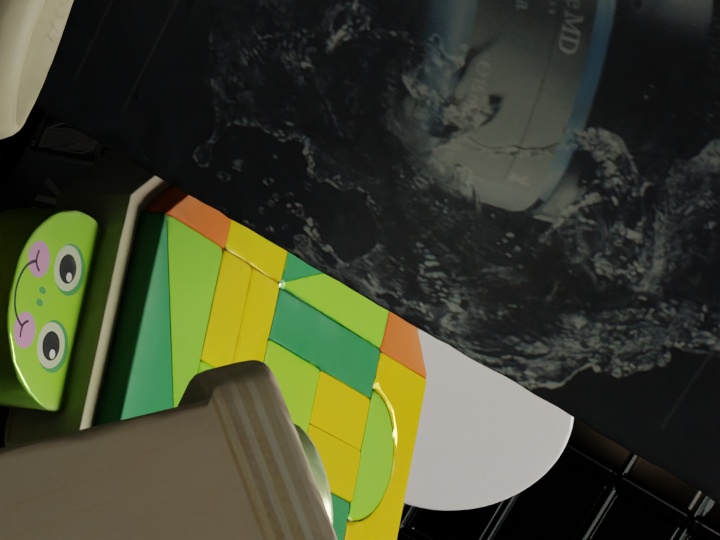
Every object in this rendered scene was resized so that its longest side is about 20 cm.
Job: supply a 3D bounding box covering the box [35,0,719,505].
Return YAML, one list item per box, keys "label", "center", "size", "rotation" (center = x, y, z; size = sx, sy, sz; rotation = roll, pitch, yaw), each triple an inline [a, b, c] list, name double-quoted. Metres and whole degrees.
- label: "box"
  center: [0.053, -0.092, 0.633]
  size: [0.197, 0.199, 0.118]
  rotation: [-61, 179, 29]

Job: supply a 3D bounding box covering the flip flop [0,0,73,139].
- label: "flip flop"
  center: [-0.022, -0.102, 0.530]
  size: [0.201, 0.057, 0.081]
  rotation: [-60, 180, 24]

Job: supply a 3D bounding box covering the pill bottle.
- label: "pill bottle"
  center: [0.029, -0.004, 1.091]
  size: [0.113, 0.112, 0.200]
  rotation: [-60, -162, 29]

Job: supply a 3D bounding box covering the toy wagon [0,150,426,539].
- label: "toy wagon"
  center: [-0.046, 0.030, 0.726]
  size: [0.200, 0.039, 0.156]
  rotation: [34, 63, -57]

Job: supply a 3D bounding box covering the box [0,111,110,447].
- label: "box"
  center: [-0.091, 0.014, 0.871]
  size: [0.158, 0.050, 0.200]
  rotation: [-61, 180, -3]

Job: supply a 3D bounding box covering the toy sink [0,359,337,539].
- label: "toy sink"
  center: [-0.056, 0.101, 0.585]
  size: [0.199, 0.112, 0.130]
  rotation: [-12, 157, -22]
